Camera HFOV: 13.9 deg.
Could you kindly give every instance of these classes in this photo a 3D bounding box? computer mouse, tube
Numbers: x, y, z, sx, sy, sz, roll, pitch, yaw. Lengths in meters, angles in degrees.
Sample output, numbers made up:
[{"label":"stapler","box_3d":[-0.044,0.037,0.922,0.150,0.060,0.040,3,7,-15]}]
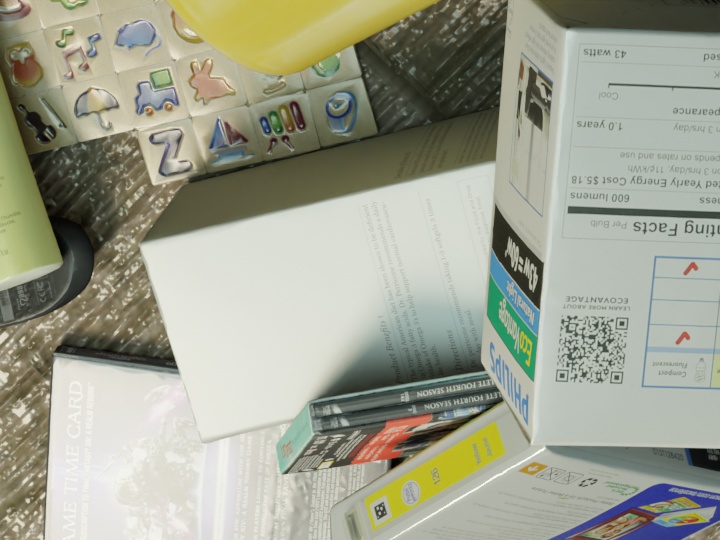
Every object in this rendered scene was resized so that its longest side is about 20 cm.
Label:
[{"label":"computer mouse","box_3d":[-0.237,0.007,1.664,0.199,0.034,0.059,-9,93,20]},{"label":"tube","box_3d":[-0.220,-0.087,1.603,0.058,0.052,0.201,-18,87,-23]}]

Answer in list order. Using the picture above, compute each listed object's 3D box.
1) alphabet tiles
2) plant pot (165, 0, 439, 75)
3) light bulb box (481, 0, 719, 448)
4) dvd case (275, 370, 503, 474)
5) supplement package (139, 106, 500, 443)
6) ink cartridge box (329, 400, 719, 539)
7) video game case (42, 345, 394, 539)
[{"label":"alphabet tiles","box_3d":[-0.106,-0.131,1.602,0.199,0.008,0.168,-12,107,14]},{"label":"plant pot","box_3d":[-0.009,-0.201,1.466,0.189,0.201,0.201,-37,100,30]},{"label":"light bulb box","box_3d":[0.168,-0.028,1.408,0.197,0.125,0.201,2,106,-9]},{"label":"dvd case","box_3d":[0.061,0.073,1.547,0.199,0.146,0.022,-8,79,-9]},{"label":"supplement package","box_3d":[0.000,0.000,1.571,0.199,0.117,0.118,-13,107,13]},{"label":"ink cartridge box","box_3d":[0.083,0.133,1.570,0.199,0.197,0.047,-31,62,34]},{"label":"video game case","box_3d":[-0.082,0.124,1.683,0.199,0.019,0.144,8,110,8]}]
